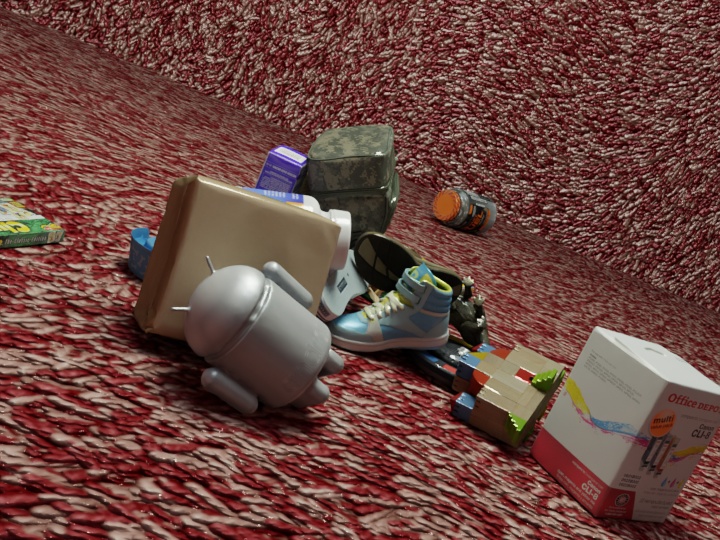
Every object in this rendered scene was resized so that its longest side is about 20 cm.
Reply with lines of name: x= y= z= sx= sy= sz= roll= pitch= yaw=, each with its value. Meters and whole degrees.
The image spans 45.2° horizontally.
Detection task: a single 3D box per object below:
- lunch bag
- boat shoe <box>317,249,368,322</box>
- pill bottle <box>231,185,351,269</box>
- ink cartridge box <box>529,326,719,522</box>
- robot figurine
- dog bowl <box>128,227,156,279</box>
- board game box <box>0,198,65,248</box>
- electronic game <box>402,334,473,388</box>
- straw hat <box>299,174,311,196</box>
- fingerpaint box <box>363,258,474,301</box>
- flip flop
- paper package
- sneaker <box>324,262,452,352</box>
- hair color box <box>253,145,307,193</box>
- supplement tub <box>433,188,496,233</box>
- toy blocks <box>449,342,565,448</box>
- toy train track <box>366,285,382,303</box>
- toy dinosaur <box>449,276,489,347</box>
lunch bag: x=-0.005 y=-0.134 z=1.405 sx=0.138 sy=0.169 sz=0.200 roll=-2 pitch=23 yaw=5
boat shoe: x=-0.057 y=0.029 z=1.268 sx=0.071 sy=0.091 sz=0.200 roll=64 pitch=23 yaw=-8
pill bottle: x=-0.117 y=-0.053 z=1.191 sx=0.199 sy=0.113 sz=0.112 roll=6 pitch=17 yaw=-8
ink cartridge box: x=0.353 y=0.201 z=1.133 sx=0.145 sy=0.201 sz=0.145 roll=15 pitch=16 yaw=-32
robot figurine: x=-0.112 y=0.072 z=0.956 sx=0.200 sy=0.170 sz=0.113 roll=40 pitch=-37 yaw=-22
dog bowl: x=-0.252 y=-0.014 z=1.249 sx=0.111 sy=0.050 sz=0.200 roll=31 pitch=15 yaw=26
board game box: x=-0.480 y=-0.060 z=1.097 sx=0.104 sy=0.024 sz=0.200 roll=30 pitch=15 yaw=15
electronic game: x=0.151 y=0.140 z=1.362 sx=0.199 sy=0.042 sz=0.200 roll=23 pitch=13 yaw=-6
straw hat: x=-0.081 y=-0.071 z=1.517 sx=0.201 sy=0.201 sz=0.085 roll=8 pitch=36 yaw=-49
fingerpaint box: x=0.091 y=0.029 z=1.610 sx=0.166 sy=0.074 sz=0.200 roll=30 pitch=16 yaw=27
flip flop: x=0.071 y=-0.005 z=1.329 sx=0.199 sy=0.081 sz=0.058 roll=21 pitch=24 yaw=-28
paper package: x=-0.149 y=-0.001 z=1.051 sx=0.199 sy=0.192 sz=0.103 roll=17 pitch=1 yaw=-29
sneaker: x=0.045 y=0.048 z=1.275 sx=0.199 sy=0.131 sz=0.080 roll=0 pitch=29 yaw=-20
hair color box: x=-0.148 y=-0.095 z=1.405 sx=0.065 sy=0.201 sz=0.109 roll=25 pitch=15 yaw=-1
supplement tub: x=0.326 y=-0.189 z=2.719 sx=0.199 sy=0.123 sz=0.122 roll=9 pitch=20 yaw=-45
toy blocks: x=0.194 y=0.161 z=1.223 sx=0.136 sy=0.100 sz=0.200 roll=25 pitch=35 yaw=21
toy train track: x=0.000 y=0.000 z=1.416 sx=0.200 sy=0.033 sz=0.115 roll=47 pitch=3 yaw=-25
toy dinosaur: x=0.175 y=0.077 z=1.411 sx=0.200 sy=0.077 sz=0.102 roll=39 pitch=-21 yaw=25
